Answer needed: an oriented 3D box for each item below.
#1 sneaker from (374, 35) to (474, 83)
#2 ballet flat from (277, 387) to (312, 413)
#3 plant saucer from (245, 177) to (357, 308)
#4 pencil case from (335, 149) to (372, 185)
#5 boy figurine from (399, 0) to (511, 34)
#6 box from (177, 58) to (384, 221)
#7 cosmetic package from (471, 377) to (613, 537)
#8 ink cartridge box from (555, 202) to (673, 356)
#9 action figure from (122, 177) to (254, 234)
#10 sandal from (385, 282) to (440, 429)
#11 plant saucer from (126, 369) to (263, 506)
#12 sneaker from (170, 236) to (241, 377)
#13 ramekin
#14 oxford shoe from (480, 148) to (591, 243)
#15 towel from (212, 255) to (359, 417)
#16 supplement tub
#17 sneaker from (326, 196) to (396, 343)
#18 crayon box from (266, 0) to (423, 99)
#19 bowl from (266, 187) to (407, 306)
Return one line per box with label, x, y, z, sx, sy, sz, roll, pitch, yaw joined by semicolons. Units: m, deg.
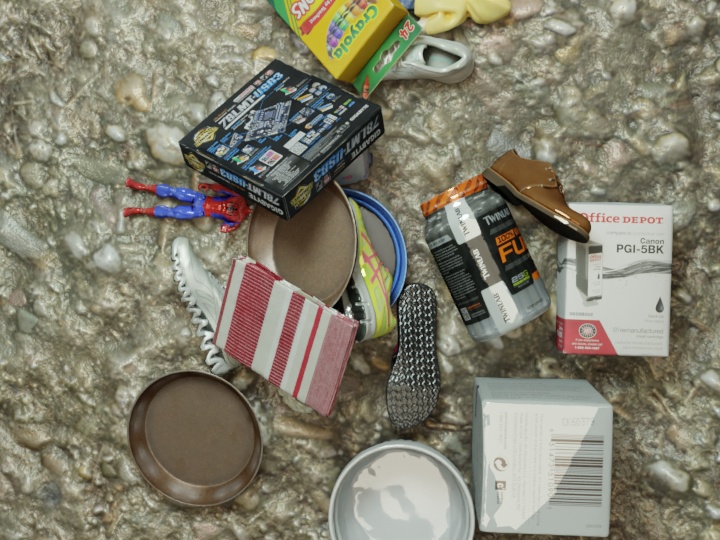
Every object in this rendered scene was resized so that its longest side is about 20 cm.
sneaker;0.057;-0.295;1.409;0.196;0.080;0.072;2;94;5
ballet flat;-0.107;0.111;1.418;0.071;0.072;0.202;-30;106;4
plant saucer;-0.071;-0.035;1.369;0.198;0.036;0.205;-1;89;40
pencil case;-0.084;-0.158;1.421;0.196;0.083;0.092;-8;72;4
boy figurine;0.109;-0.383;1.410;0.196;0.064;0.127;8;92;3
box;-0.103;-0.177;1.353;0.197;0.050;0.200;27;58;31
cosmetic package;0.231;0.236;1.354;0.162;0.200;0.168;1;92;3
ink cartridge box;0.341;0.010;1.397;0.144;0.083;0.204;1;93;5
action figure;-0.234;-0.090;1.430;0.196;0.099;0.067;6;94;1
sandal;0.076;0.120;1.445;0.074;0.045;0.204;6;78;-2
plant saucer;-0.229;0.231;1.453;0.196;0.035;0.204;2;104;9
sneaker;-0.207;0.043;1.447;0.080;0.075;0.203;-22;99;-3
ramekin;0.058;0.328;1.417;0.196;0.105;0.204;0;92;5
oxford shoe;0.240;-0.105;1.362;0.071;0.071;0.200;-47;47;2
towel;-0.101;0.084;1.353;0.198;0.023;0.146;29;118;21
supplement tub;0.163;-0.018;1.389;0.121;0.123;0.203;-26;91;4
sneaker;0.000;0.000;1.393;0.078;0.089;0.204;-23;71;44
crayon box;-0.024;-0.345;1.382;0.127;0.051;0.201;-48;70;21
bowl;-0.032;-0.013;1.444;0.196;0.039;0.205;0;92;4
